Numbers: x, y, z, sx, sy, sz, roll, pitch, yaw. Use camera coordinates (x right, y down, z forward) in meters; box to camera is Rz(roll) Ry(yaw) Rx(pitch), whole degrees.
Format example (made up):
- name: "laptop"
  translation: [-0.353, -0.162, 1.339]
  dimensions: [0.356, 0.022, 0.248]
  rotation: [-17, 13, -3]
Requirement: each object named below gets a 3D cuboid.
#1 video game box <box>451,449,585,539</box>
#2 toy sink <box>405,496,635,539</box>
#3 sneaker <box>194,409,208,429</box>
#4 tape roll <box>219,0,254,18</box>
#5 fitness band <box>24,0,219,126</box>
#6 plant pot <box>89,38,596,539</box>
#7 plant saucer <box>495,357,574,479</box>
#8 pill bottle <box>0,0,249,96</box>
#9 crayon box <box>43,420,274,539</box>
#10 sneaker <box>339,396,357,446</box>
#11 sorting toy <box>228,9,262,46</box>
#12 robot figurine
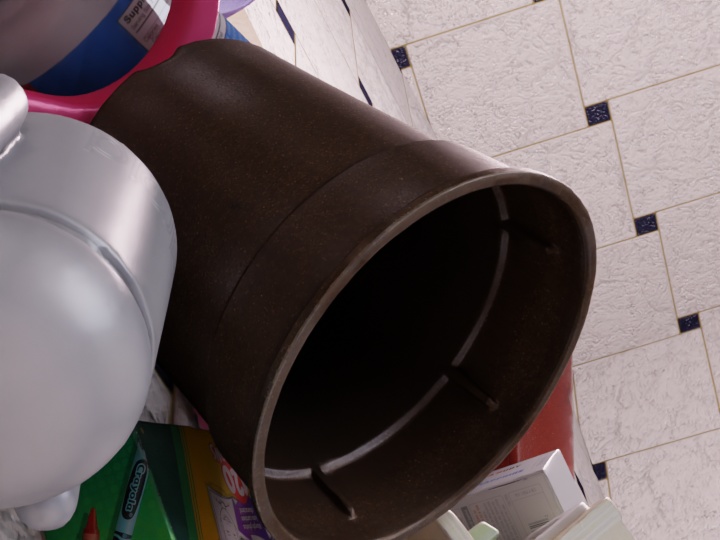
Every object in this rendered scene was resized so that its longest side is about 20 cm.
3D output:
- name: "video game box"
  translation: [0.089, 0.237, 0.971]
  dimensions: [0.200, 0.182, 0.047]
  rotation: [65, 26, -5]
- name: "toy sink"
  translation: [0.106, 0.211, 0.842]
  dimensions: [0.112, 0.130, 0.200]
  rotation: [-30, 78, -37]
- name: "sneaker"
  translation: [-0.054, 0.091, 0.923]
  dimensions: [0.095, 0.079, 0.200]
  rotation: [-115, -177, -64]
- name: "tape roll"
  translation: [-0.145, -0.249, 0.960]
  dimensions: [0.200, 0.066, 0.201]
  rotation: [20, 61, -41]
- name: "fitness band"
  translation: [-0.150, -0.135, 0.676]
  dimensions: [0.200, 0.144, 0.037]
  rotation: [11, 8, -45]
- name: "plant pot"
  translation: [-0.029, -0.003, 0.697]
  dimensions: [0.198, 0.200, 0.200]
  rotation: [37, -9, 35]
- name: "plant saucer"
  translation: [0.066, 0.109, 1.059]
  dimensions: [0.037, 0.199, 0.200]
  rotation: [22, 59, -37]
- name: "pill bottle"
  translation: [-0.137, -0.122, 0.796]
  dimensions: [0.200, 0.112, 0.112]
  rotation: [42, 21, -30]
- name: "crayon box"
  translation: [-0.074, 0.141, 0.701]
  dimensions: [0.119, 0.058, 0.200]
  rotation: [67, 10, 13]
- name: "sneaker"
  translation: [-0.009, 0.063, 0.832]
  dimensions: [0.085, 0.075, 0.200]
  rotation: [56, 28, -38]
- name: "sorting toy"
  translation: [-0.147, -0.206, 1.114]
  dimensions: [0.199, 0.069, 0.200]
  rotation: [64, 10, -7]
- name: "robot figurine"
  translation: [-0.130, 0.012, 0.552]
  dimensions: [0.200, 0.113, 0.170]
  rotation: [-93, 173, -64]
